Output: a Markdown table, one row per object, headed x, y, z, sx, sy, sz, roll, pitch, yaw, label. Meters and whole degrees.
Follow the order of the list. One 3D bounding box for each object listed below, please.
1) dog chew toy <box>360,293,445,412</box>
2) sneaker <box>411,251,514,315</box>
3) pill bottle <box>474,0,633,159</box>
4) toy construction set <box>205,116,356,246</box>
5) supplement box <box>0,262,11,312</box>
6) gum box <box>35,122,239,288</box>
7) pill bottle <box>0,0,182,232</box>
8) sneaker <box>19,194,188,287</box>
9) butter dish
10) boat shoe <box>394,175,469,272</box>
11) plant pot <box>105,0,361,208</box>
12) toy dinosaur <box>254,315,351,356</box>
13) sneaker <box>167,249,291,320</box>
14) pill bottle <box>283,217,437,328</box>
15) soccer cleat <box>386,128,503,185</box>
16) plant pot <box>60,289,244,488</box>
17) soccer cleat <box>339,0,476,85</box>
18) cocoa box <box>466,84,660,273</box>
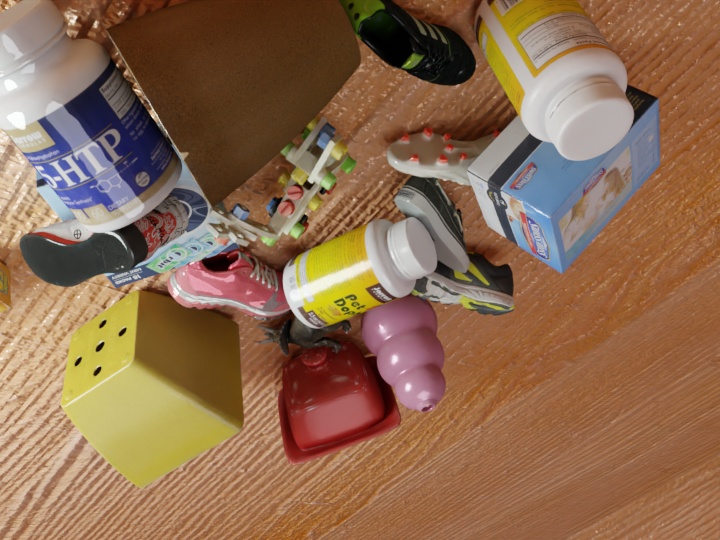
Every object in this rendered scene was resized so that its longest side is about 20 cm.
| x | y | z | sx | sy | sz | roll | pitch | yaw | label |
| --- | --- | --- | --- | --- | --- | --- | --- | --- | --- |
| 0.074 | 0.128 | 1.193 | 0.124 | 0.201 | 0.125 | -12 | 144 | -9 | dog chew toy |
| 0.148 | 0.008 | 1.187 | 0.199 | 0.085 | 0.074 | 19 | 155 | -14 | sneaker |
| 0.200 | -0.211 | 0.789 | 0.108 | 0.201 | 0.110 | -12 | 145 | -9 | pill bottle |
| -0.084 | -0.091 | 0.898 | 0.200 | 0.092 | 0.131 | -39 | -178 | 15 | toy construction set |
| -0.527 | 0.048 | 0.929 | 0.199 | 0.067 | 0.069 | -25 | 144 | 9 | supplement box |
| -0.256 | -0.074 | 0.910 | 0.169 | 0.045 | 0.200 | -19 | 144 | -1 | gum box |
| -0.270 | -0.146 | 0.720 | 0.119 | 0.120 | 0.201 | -25 | 126 | 8 | pill bottle |
| -0.280 | -0.038 | 0.847 | 0.200 | 0.108 | 0.068 | -5 | 115 | 36 | sneaker |
| -0.056 | 0.187 | 1.259 | 0.199 | 0.200 | 0.149 | -20 | 122 | 0 | butter dish |
| 0.116 | -0.066 | 1.064 | 0.064 | 0.070 | 0.200 | -55 | 142 | -13 | boat shoe |
| -0.107 | -0.191 | 0.734 | 0.199 | 0.187 | 0.187 | -32 | 146 | -8 | plant pot |
| -0.066 | 0.076 | 1.169 | 0.102 | 0.077 | 0.200 | 8 | 140 | -42 | toy dinosaur |
| -0.157 | 0.013 | 1.046 | 0.199 | 0.074 | 0.087 | 5 | 137 | -29 | sneaker |
| 0.000 | 0.000 | 1.037 | 0.199 | 0.110 | 0.109 | -23 | 147 | 29 | pill bottle |
| 0.124 | -0.138 | 0.983 | 0.199 | 0.070 | 0.078 | -7 | 146 | -21 | soccer cleat |
| -0.300 | 0.148 | 1.072 | 0.199 | 0.201 | 0.176 | -32 | 131 | 18 | plant pot |
| 0.055 | -0.234 | 0.808 | 0.199 | 0.081 | 0.067 | 18 | 131 | -40 | soccer cleat |
| 0.253 | -0.127 | 0.935 | 0.200 | 0.131 | 0.134 | -46 | 145 | -9 | cocoa box |
